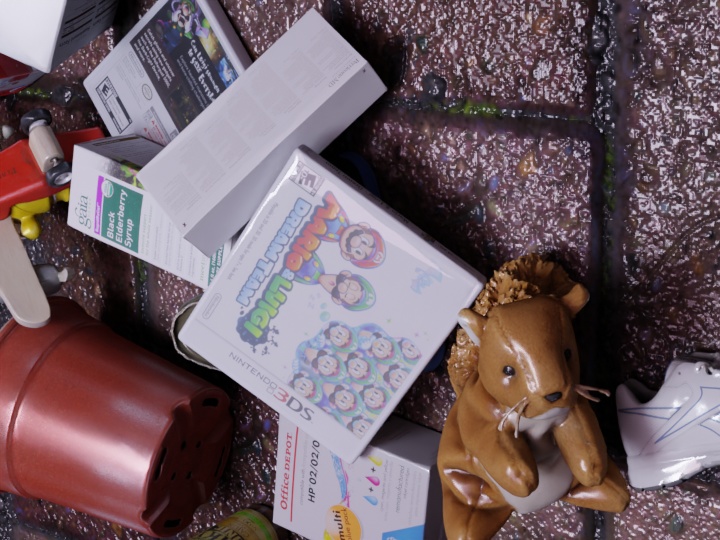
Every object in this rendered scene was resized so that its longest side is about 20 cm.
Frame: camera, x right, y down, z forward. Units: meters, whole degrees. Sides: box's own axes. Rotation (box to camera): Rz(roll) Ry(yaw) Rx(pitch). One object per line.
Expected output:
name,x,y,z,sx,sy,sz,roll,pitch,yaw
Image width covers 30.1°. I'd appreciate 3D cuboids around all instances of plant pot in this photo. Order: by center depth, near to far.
plant pot,-0.239,0.150,1.273,0.194,0.200,0.203,19,114,22

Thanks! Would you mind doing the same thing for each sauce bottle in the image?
sauce bottle,-0.145,0.277,1.223,0.064,0.199,0.065,10,109,31

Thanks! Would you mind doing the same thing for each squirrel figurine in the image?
squirrel figurine,0.112,0.075,0.981,0.140,0.201,0.188,-10,135,0

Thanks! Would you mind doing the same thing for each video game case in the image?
video game case,-0.026,0.031,1.075,0.181,0.024,0.201,36,113,1
video game case,-0.155,-0.138,1.222,0.181,0.023,0.201,-35,81,38

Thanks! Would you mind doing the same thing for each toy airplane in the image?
toy airplane,-0.349,-0.059,1.274,0.197,0.141,0.202,15,75,9

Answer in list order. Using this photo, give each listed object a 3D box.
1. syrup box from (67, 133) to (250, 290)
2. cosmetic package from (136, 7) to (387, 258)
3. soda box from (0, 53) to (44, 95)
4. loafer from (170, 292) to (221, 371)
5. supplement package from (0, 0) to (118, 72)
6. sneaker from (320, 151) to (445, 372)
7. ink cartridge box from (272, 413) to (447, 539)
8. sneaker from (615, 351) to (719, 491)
syrup box,-0.163,-0.052,1.186,0.199,0.081,0.080,23,114,29
cosmetic package,-0.080,-0.110,1.082,0.200,0.051,0.083,-43,56,2
soda box,-0.384,-0.273,1.320,0.063,0.070,0.202,-22,90,41
loafer,-0.102,0.062,1.210,0.198,0.069,0.076,4,106,36
supplement package,-0.301,-0.317,1.162,0.190,0.147,0.201,24,119,2
sneaker,0.000,0.000,1.110,0.070,0.078,0.202,-28,86,38
ink cartridge box,-0.011,0.181,1.178,0.198,0.068,0.116,17,113,32
sneaker,0.261,0.096,0.951,0.199,0.074,0.088,-24,84,38
